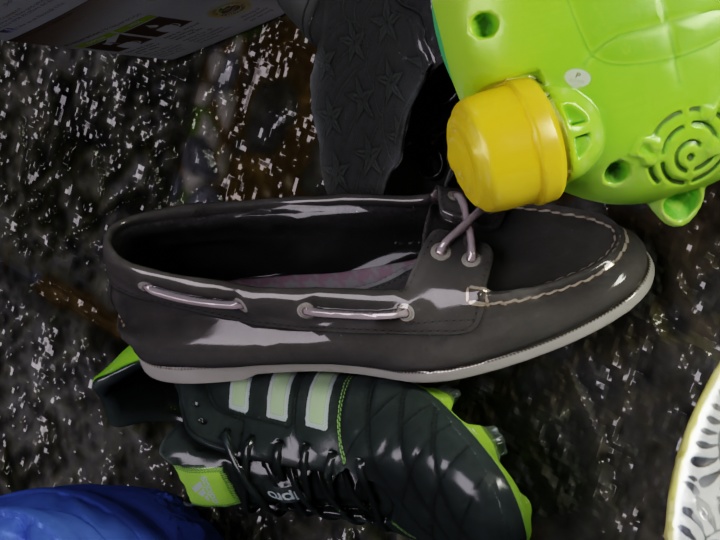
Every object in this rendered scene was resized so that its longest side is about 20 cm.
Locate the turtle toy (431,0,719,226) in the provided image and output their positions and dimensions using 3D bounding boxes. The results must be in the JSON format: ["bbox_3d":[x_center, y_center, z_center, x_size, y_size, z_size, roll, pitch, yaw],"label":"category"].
[{"bbox_3d":[0.076,-0.111,0.734,0.101,0.146,0.200,-170,65,-80],"label":"turtle toy"}]

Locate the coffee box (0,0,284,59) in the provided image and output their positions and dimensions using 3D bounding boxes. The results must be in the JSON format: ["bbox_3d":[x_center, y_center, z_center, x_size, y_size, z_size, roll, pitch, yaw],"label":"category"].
[{"bbox_3d":[-0.124,-0.150,0.863,0.080,0.200,0.114,-16,80,40],"label":"coffee box"}]

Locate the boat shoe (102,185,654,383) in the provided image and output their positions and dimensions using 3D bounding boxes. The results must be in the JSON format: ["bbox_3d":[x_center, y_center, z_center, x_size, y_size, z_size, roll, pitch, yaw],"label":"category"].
[{"bbox_3d":[0.000,0.000,0.808,0.200,0.067,0.057,-7,128,22],"label":"boat shoe"}]

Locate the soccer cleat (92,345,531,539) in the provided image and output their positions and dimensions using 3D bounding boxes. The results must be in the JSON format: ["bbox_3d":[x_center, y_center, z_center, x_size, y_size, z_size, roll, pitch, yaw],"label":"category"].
[{"bbox_3d":[-0.020,0.066,0.837,0.200,0.081,0.068,26,144,46],"label":"soccer cleat"}]

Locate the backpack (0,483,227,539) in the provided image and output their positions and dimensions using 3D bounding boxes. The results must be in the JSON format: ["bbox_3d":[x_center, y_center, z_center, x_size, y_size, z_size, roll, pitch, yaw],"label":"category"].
[{"bbox_3d":[-0.121,0.184,0.884,0.162,0.168,0.200,-8,84,34],"label":"backpack"}]

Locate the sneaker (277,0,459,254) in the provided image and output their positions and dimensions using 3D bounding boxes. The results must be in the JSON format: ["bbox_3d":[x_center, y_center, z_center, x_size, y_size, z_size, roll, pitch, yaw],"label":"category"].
[{"bbox_3d":[0.034,-0.108,0.823,0.104,0.060,0.200,55,127,28],"label":"sneaker"}]

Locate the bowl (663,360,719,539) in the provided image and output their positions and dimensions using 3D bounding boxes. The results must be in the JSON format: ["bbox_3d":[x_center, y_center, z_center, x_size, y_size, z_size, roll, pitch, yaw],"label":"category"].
[{"bbox_3d":[0.193,0.086,0.639,0.201,0.094,0.201,-11,57,18],"label":"bowl"}]
